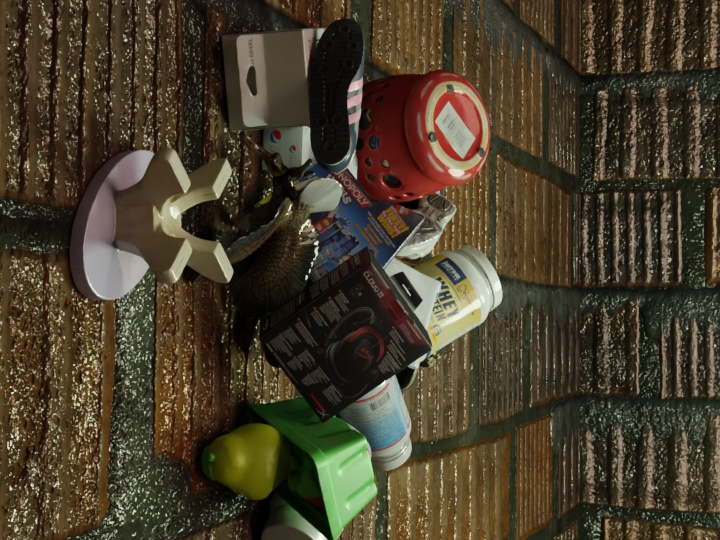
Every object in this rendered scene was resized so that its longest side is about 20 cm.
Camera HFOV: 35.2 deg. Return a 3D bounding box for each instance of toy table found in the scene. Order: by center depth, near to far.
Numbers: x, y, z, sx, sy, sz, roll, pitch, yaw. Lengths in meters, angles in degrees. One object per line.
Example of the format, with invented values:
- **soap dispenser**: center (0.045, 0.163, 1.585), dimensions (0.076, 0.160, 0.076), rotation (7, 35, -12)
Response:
- **toy table**: center (-0.225, -0.053, 1.265), dimensions (0.184, 0.116, 0.202), rotation (60, 36, -50)

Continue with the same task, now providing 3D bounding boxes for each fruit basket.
- **fruit basket**: center (-0.107, 0.260, 1.496), dimensions (0.216, 0.213, 0.157), rotation (-51, 135, -56)

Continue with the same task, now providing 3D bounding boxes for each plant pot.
- **plant pot**: center (0.094, -0.217, 1.796), dimensions (0.199, 0.181, 0.203), rotation (6, 81, -41)

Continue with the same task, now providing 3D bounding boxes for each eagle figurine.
- **eagle figurine**: center (-0.122, -0.047, 1.483), dimensions (0.151, 0.150, 0.202), rotation (139, -31, -67)

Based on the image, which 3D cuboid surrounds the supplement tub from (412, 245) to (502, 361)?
- **supplement tub**: center (0.133, 0.055, 1.974), dimensions (0.199, 0.144, 0.146), rotation (-30, 125, -21)

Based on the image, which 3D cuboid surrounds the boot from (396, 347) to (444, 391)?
- **boot**: center (0.102, 0.144, 2.097), dimensions (0.151, 0.072, 0.202), rotation (49, 40, -57)

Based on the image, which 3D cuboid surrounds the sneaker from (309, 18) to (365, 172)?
- **sneaker**: center (-0.031, -0.226, 1.495), dimensions (0.082, 0.069, 0.203), rotation (61, 37, -76)

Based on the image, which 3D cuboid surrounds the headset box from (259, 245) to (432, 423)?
- **headset box**: center (-0.011, 0.078, 1.488), dimensions (0.149, 0.199, 0.075), rotation (53, 8, -17)

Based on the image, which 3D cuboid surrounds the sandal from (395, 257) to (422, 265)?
- **sandal**: center (0.075, -0.034, 1.977), dimensions (0.078, 0.069, 0.212), rotation (-52, 169, 11)

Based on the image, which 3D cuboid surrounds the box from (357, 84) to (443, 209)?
- **box**: center (0.055, -0.200, 1.909), dimensions (0.197, 0.049, 0.203), rotation (2, 85, -40)

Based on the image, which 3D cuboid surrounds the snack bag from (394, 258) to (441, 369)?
- **snack bag**: center (0.031, 0.048, 1.825), dimensions (0.021, 0.199, 0.190), rotation (-48, -162, 50)

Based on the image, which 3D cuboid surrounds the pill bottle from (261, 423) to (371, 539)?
- **pill bottle**: center (-0.065, 0.322, 1.640), dimensions (0.201, 0.112, 0.114), rotation (-63, 145, -46)

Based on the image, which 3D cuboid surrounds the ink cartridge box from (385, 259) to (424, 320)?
- **ink cartridge box**: center (0.000, 0.000, 1.729), dimensions (0.202, 0.085, 0.147), rotation (64, 16, 18)

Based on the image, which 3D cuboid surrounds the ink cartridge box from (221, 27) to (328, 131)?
- **ink cartridge box**: center (-0.097, -0.263, 1.557), dimensions (0.200, 0.124, 0.130), rotation (-30, 117, -65)

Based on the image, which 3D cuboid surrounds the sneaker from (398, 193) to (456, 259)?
- **sneaker**: center (0.093, -0.052, 1.844), dimensions (0.200, 0.077, 0.100), rotation (-37, 154, -56)

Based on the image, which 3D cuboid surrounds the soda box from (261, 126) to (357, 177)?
- **soda box**: center (-0.072, -0.162, 1.686), dimensions (0.200, 0.067, 0.065), rotation (15, 75, -66)

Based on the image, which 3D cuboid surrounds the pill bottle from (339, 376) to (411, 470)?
- **pill bottle**: center (0.021, 0.230, 1.850), dimensions (0.109, 0.107, 0.201), rotation (-66, 147, -44)

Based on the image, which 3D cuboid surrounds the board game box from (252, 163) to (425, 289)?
- **board game box**: center (-0.019, -0.053, 1.601), dimensions (0.199, 0.201, 0.062), rotation (-34, 171, -23)

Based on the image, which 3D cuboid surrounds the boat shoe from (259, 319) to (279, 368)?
- **boat shoe**: center (-0.110, 0.040, 1.605), dimensions (0.060, 0.073, 0.202), rotation (129, -38, -52)
